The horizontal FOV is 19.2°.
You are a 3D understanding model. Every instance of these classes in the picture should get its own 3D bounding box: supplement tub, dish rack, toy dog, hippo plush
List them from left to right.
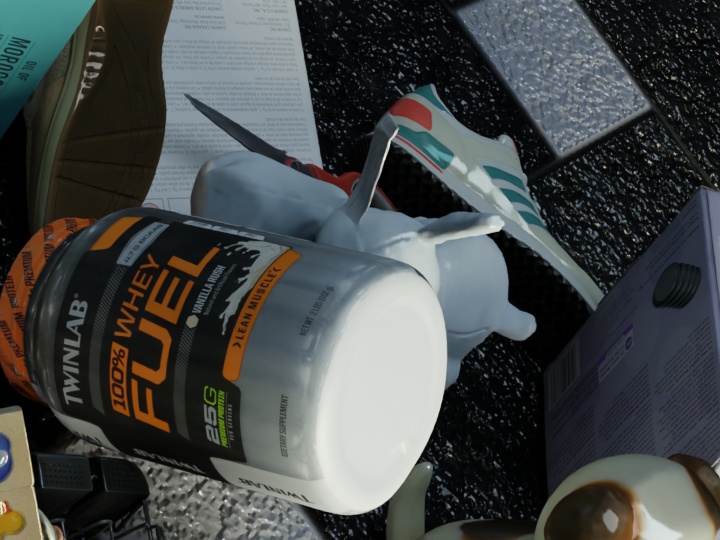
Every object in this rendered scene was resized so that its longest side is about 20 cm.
[{"bbox_3d":[-0.149,0.174,0.974,0.153,0.055,0.200,8,60,-42],"label":"dish rack"},{"bbox_3d":[-0.070,0.038,1.029,0.122,0.200,0.123,-28,124,-54],"label":"supplement tub"},{"bbox_3d":[0.000,0.000,1.151,0.159,0.200,0.161,44,22,22],"label":"hippo plush"},{"bbox_3d":[0.109,0.166,1.088,0.139,0.200,0.194,1,61,-39],"label":"toy dog"}]

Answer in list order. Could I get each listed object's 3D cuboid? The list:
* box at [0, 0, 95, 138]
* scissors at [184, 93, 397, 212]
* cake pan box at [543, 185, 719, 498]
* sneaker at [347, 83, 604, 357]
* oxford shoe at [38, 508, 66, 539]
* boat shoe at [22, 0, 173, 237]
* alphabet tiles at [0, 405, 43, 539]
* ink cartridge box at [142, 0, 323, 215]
[{"bbox_3d":[-0.178,-0.141,1.069,0.049,0.200,0.082,11,55,-28],"label":"box"},{"bbox_3d":[-0.034,-0.057,1.214,0.200,0.014,0.073,47,45,-34],"label":"scissors"},{"bbox_3d":[0.165,0.085,1.191,0.052,0.200,0.184,19,45,-17],"label":"cake pan box"},{"bbox_3d":[0.089,-0.036,1.305,0.200,0.070,0.093,40,50,-5],"label":"sneaker"},{"bbox_3d":[-0.142,0.140,0.902,0.200,0.074,0.071,29,45,-31],"label":"oxford shoe"},{"bbox_3d":[-0.144,-0.101,1.121,0.071,0.064,0.200,10,93,-49],"label":"boat shoe"},{"bbox_3d":[-0.207,0.130,0.845,0.167,0.200,0.008,-11,20,-11],"label":"alphabet tiles"},{"bbox_3d":[-0.096,-0.064,1.210,0.161,0.050,0.200,-4,82,-40],"label":"ink cartridge box"}]
